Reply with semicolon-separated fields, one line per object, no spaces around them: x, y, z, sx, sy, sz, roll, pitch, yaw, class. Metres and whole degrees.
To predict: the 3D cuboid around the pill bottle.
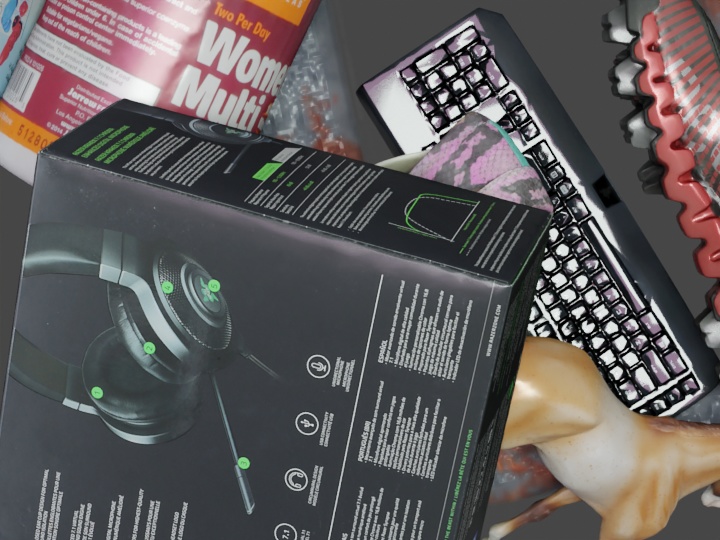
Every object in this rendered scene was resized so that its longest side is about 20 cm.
-0.074;-0.120;0.913;0.109;0.110;0.201;26;95;5;pill bottle

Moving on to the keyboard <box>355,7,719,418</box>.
0.069;-0.009;0.936;0.104;0.040;0.201;-33;88;6;keyboard

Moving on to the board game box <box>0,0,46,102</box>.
-0.193;-0.121;0.902;0.102;0.105;0.201;25;77;5;board game box

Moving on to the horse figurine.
0.078;0.076;0.900;0.132;0.050;0.200;-39;120;24;horse figurine

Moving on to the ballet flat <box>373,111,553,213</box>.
0.000;0.000;0.918;0.200;0.069;0.072;-39;61;33;ballet flat

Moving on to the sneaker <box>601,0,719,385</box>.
0.170;-0.043;0.908;0.097;0.071;0.202;-22;92;7;sneaker

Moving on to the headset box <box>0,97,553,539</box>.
-0.044;0.044;0.825;0.198;0.093;0.176;14;111;10;headset box
